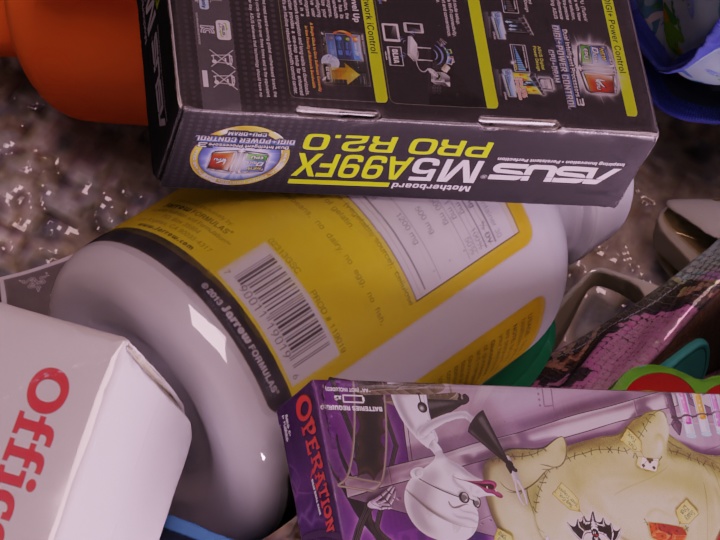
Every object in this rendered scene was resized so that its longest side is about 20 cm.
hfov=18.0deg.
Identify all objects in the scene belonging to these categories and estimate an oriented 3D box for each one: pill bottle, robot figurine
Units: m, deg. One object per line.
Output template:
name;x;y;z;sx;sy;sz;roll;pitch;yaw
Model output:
pill bottle;0.000;0.000;0.784;0.199;0.112;0.112;-33;69;-32
robot figurine;-0.054;-0.111;0.866;0.199;0.144;0.117;6;56;28

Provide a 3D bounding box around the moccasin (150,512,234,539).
moccasin;-0.068;0.114;0.719;0.199;0.080;0.069;13;72;32

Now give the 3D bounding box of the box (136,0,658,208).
box;0.004;-0.118;0.765;0.159;0.044;0.201;2;58;-17

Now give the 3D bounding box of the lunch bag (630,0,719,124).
lunch bag;0.197;-0.117;0.888;0.169;0.200;0.129;3;88;-5

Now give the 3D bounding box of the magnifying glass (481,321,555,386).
magnifying glass;-0.012;0.061;0.836;0.200;0.022;0.079;-38;35;-16

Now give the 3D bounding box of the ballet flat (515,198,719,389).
ballet flat;0.121;0.016;0.875;0.199;0.069;0.071;-34;57;-22

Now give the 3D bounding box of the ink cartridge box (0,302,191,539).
ink cartridge box;-0.169;0.071;0.673;0.199;0.083;0.146;14;75;13

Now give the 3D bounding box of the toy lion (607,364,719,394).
toy lion;0.131;0.137;0.780;0.190;0.069;0.201;11;68;-9

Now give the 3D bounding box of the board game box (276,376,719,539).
board game box;0.075;0.095;0.704;0.199;0.032;0.121;3;66;-32

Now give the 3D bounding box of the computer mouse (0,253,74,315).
computer mouse;-0.116;0.033;0.831;0.199;0.044;0.110;-17;34;-19
